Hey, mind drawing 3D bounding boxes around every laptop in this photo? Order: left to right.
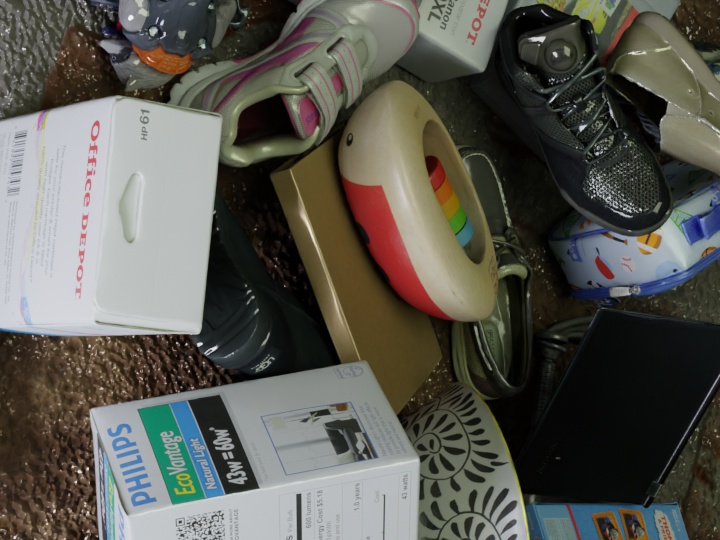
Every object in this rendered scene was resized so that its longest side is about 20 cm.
[{"bbox_3d":[0.220,0.080,1.676,0.115,0.188,0.200,28,33,4],"label":"laptop"}]

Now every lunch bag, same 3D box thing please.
[{"bbox_3d":[0.257,-0.040,1.715,0.199,0.160,0.076,-31,103,-30],"label":"lunch bag"}]

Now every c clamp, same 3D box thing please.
[{"bbox_3d":[0.163,0.127,1.727,0.170,0.027,0.202,21,76,-32],"label":"c clamp"}]

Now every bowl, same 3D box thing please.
[{"bbox_3d":[0.047,0.188,1.568,0.093,0.201,0.203,-9,93,-15],"label":"bowl"}]

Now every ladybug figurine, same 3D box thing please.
[{"bbox_3d":[0.041,-0.043,1.578,0.201,0.071,0.136,64,22,-23],"label":"ladybug figurine"}]

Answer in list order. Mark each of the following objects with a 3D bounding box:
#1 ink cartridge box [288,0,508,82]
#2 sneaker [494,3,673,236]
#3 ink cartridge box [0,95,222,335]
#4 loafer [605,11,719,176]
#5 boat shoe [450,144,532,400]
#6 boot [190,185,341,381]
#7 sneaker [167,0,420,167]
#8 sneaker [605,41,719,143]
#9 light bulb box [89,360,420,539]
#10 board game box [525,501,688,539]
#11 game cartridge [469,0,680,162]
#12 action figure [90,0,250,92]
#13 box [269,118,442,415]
[{"bbox_3d":[0.022,-0.251,1.617,0.199,0.083,0.146,27,74,-28],"label":"ink cartridge box"},{"bbox_3d":[0.164,-0.118,1.604,0.076,0.114,0.200,-30,74,-1],"label":"sneaker"},{"bbox_3d":[-0.177,-0.031,1.411,0.084,0.199,0.146,8,84,-32],"label":"ink cartridge box"},{"bbox_3d":[0.259,-0.105,1.629,0.068,0.076,0.200,-38,75,-8],"label":"loafer"},{"bbox_3d":[0.104,0.001,1.670,0.071,0.066,0.203,-7,92,-33],"label":"boat shoe"},{"bbox_3d":[-0.084,0.018,1.538,0.076,0.201,0.168,-36,146,8],"label":"boot"},{"bbox_3d":[-0.037,-0.131,1.533,0.199,0.088,0.082,-34,129,-4],"label":"sneaker"},{"bbox_3d":[0.263,-0.136,1.754,0.199,0.077,0.086,-7,117,-50],"label":"sneaker"},{"bbox_3d":[-0.072,0.188,1.445,0.198,0.125,0.200,-9,122,-15],"label":"light bulb box"},{"bbox_3d":[0.205,0.259,1.685,0.199,0.036,0.152,6,62,-47],"label":"board game box"},{"bbox_3d":[0.174,-0.196,1.743,0.133,0.041,0.201,40,68,-21],"label":"game cartridge"},{"bbox_3d":[-0.148,-0.214,1.482,0.198,0.105,0.195,2,117,-26],"label":"action figure"},{"bbox_3d":[0.000,0.000,1.577,0.201,0.021,0.163,70,22,-10],"label":"box"}]
